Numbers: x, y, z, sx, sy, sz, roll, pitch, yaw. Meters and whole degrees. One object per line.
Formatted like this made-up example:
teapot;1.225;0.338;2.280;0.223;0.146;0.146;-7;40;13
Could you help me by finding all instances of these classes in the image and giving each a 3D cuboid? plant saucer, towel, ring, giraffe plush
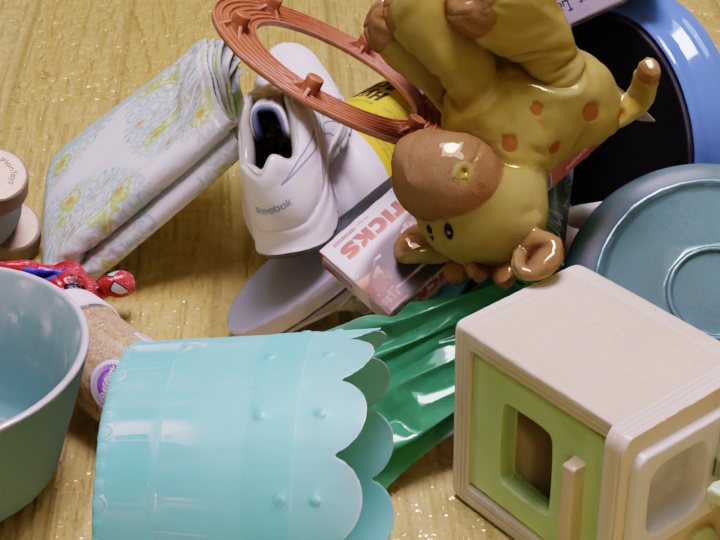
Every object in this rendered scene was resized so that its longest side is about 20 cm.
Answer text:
plant saucer;0.230;0.018;1.070;0.199;0.027;0.201;-1;70;3
towel;-0.169;-0.085;1.257;0.200;0.048;0.171;-39;27;15
ring;-0.015;-0.148;1.184;0.200;0.019;0.201;25;23;-12
giraffe plush;0.078;-0.077;1.032;0.199;0.163;0.173;29;-14;-12

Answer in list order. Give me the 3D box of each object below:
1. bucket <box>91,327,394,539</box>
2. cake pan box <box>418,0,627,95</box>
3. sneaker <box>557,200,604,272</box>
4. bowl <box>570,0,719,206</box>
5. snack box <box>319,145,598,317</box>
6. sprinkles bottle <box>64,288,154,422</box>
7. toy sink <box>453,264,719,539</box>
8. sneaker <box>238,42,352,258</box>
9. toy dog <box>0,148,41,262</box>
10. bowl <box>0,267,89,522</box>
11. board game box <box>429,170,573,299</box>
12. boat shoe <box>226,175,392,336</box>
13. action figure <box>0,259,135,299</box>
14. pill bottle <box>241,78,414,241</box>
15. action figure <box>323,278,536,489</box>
bucket;-0.055;0.126;0.864;0.134;0.208;0.207;0;32;6
cake pan box;0.128;-0.207;1.228;0.199;0.052;0.184;-23;16;13
sneaker;0.213;0.010;1.125;0.199;0.105;0.075;16;32;26
bowl;0.203;-0.105;1.217;0.039;0.201;0.201;-14;34;-25
snack box;0.069;-0.050;1.102;0.200;0.024;0.072;-41;60;-14
sprinkles bottle;-0.140;0.080;1.059;0.068;0.069;0.200;-26;39;-34
toy sink;0.153;0.108;0.946;0.112;0.131;0.200;-24;39;-32
sneaker;-0.050;-0.102;1.149;0.074;0.087;0.201;-13;43;8
toy dog;-0.332;-0.036;1.219;0.200;0.132;0.096;-20;57;-43
bowl;-0.261;0.091;1.012;0.200;0.105;0.201;-1;32;1
board game box;0.096;-0.024;1.173;0.028;0.135;0.200;40;30;-14
boat shoe;0.000;0.000;1.161;0.200;0.065;0.074;-33;33;7
action figure;-0.257;0.027;1.160;0.199;0.052;0.066;-10;64;-17
pill bottle;0.005;-0.078;1.268;0.111;0.112;0.200;22;39;33
action figure;0.053;0.058;1.043;0.199;0.055;0.118;-27;82;-10
